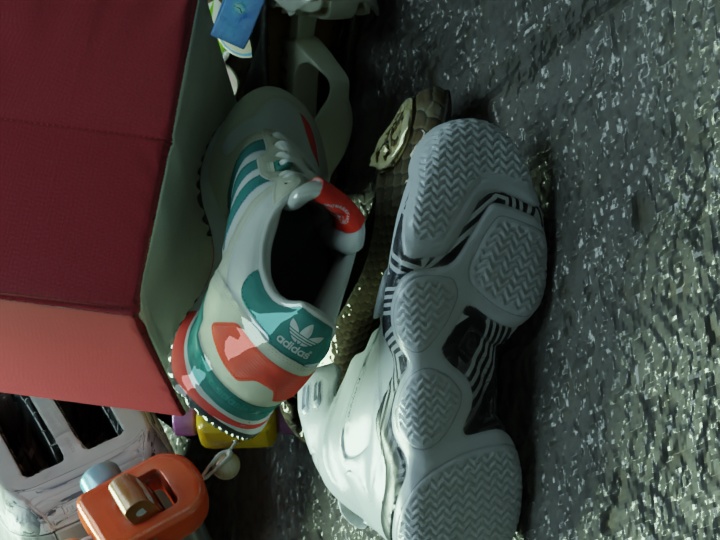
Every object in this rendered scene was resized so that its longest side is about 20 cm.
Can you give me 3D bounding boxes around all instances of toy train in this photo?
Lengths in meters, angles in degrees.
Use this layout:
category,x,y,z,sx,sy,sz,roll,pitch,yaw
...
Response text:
category,x,y,z,sx,sy,sz,roll,pitch,yaw
toy train,-0.115,0.057,1.199,0.201,0.149,0.056,59,166,31

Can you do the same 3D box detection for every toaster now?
category,x,y,z,sx,sy,sz,roll,pitch,yaw
toaster,-0.152,0.131,1.289,0.200,0.113,0.130,-132,23,-58

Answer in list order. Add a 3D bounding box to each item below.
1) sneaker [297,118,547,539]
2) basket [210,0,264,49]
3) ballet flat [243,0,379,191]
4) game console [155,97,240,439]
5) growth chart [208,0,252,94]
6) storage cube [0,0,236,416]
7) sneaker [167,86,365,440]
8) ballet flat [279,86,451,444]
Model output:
category,x,y,z,sx,sy,sz,roll,pitch,yaw
sneaker,0.022,0.031,1.028,0.115,0.075,0.202,12,101,61
basket,-0.014,-0.218,1.035,0.177,0.138,0.201,-59,8,44
ballet flat,-0.023,-0.118,1.157,0.068,0.068,0.202,26,121,51
game console,-0.097,-0.036,1.341,0.175,0.116,0.201,32,121,27
growth chart,-0.107,-0.161,1.221,0.144,0.018,0.201,24,118,26
storage cube,-0.165,-0.042,1.110,0.200,0.178,0.172,83,-165,-71
sneaker,-0.028,-0.021,1.043,0.093,0.070,0.201,-39,29,37
ballet flat,0.000,0.000,1.091,0.068,0.046,0.201,-72,1,-58
